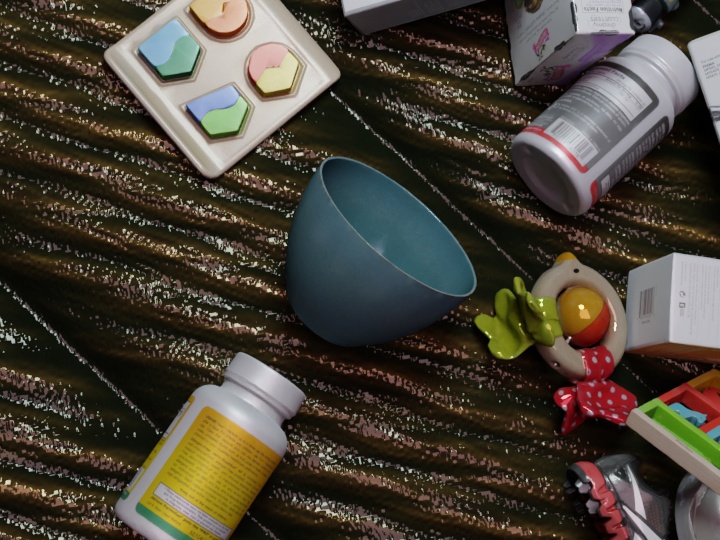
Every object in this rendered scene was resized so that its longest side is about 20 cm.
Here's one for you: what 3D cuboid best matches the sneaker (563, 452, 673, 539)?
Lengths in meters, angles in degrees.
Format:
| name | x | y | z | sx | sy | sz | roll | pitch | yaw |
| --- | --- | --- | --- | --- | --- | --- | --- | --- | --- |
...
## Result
| name | x | y | z | sx | sy | sz | roll | pitch | yaw |
| --- | --- | --- | --- | --- | --- | --- | --- | --- | --- |
| sneaker | 0.301 | 0.284 | 1.191 | 0.098 | 0.071 | 0.201 | -24 | 85 | -12 |

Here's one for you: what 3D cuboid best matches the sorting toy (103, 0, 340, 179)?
| name | x | y | z | sx | sy | sz | roll | pitch | yaw |
| --- | --- | --- | --- | --- | --- | --- | --- | --- | --- |
| sorting toy | -0.149 | -0.228 | 1.222 | 0.200 | 0.036 | 0.185 | -40 | 89 | -13 |

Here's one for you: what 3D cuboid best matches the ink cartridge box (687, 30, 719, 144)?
| name | x | y | z | sx | sy | sz | roll | pitch | yaw |
| --- | --- | --- | --- | --- | --- | --- | --- | --- | --- |
| ink cartridge box | 0.446 | -0.167 | 1.247 | 0.084 | 0.144 | 0.200 | -20 | 82 | 26 |

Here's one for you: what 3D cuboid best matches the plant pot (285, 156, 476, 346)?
| name | x | y | z | sx | sy | sz | roll | pitch | yaw |
| --- | --- | --- | --- | --- | --- | --- | --- | --- | --- |
| plant pot | 0.000 | 0.000 | 1.146 | 0.200 | 0.200 | 0.135 | 41 | 112 | -1 |

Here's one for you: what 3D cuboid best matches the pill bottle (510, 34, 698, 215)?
| name | x | y | z | sx | sy | sz | roll | pitch | yaw |
| --- | --- | --- | --- | --- | --- | --- | --- | --- | --- |
| pill bottle | 0.274 | -0.164 | 1.242 | 0.200 | 0.114 | 0.114 | -42 | 89 | -14 |

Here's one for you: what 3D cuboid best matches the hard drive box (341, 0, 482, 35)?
| name | x | y | z | sx | sy | sz | roll | pitch | yaw |
| --- | --- | --- | --- | --- | --- | --- | --- | --- | --- |
| hard drive box | 0.071 | -0.366 | 1.221 | 0.200 | 0.077 | 0.156 | -12 | 82 | 16 |

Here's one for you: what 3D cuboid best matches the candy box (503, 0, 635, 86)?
| name | x | y | z | sx | sy | sz | roll | pitch | yaw |
| --- | --- | --- | --- | --- | --- | --- | --- | --- | --- |
| candy box | 0.221 | -0.324 | 1.231 | 0.071 | 0.168 | 0.200 | -3 | 82 | -16 |

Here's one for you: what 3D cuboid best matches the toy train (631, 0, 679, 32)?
| name | x | y | z | sx | sy | sz | roll | pitch | yaw |
| --- | --- | --- | --- | --- | --- | --- | --- | --- | --- |
| toy train | 0.357 | -0.373 | 1.311 | 0.114 | 0.085 | 0.200 | 43 | 77 | -10 |

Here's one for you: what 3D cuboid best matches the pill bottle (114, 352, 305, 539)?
| name | x | y | z | sx | sy | sz | roll | pitch | yaw |
| --- | --- | --- | --- | --- | --- | --- | --- | --- | --- |
| pill bottle | -0.144 | 0.186 | 1.114 | 0.113 | 0.113 | 0.200 | 34 | 77 | -2 |

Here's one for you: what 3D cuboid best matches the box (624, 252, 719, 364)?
| name | x | y | z | sx | sy | sz | roll | pitch | yaw |
| --- | --- | --- | --- | --- | --- | --- | --- | --- | --- |
| box | 0.408 | 0.050 | 1.222 | 0.200 | 0.124 | 0.098 | 8 | 80 | -7 |

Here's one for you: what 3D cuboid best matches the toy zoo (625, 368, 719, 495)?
| name | x | y | z | sx | sy | sz | roll | pitch | yaw |
| --- | --- | --- | --- | --- | --- | --- | --- | --- | --- |
| toy zoo | 0.391 | 0.166 | 1.185 | 0.200 | 0.020 | 0.131 | -16 | 43 | -42 |

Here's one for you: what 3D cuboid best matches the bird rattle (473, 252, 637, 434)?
| name | x | y | z | sx | sy | sz | roll | pitch | yaw |
| --- | --- | --- | --- | --- | --- | --- | --- | --- | --- |
| bird rattle | 0.236 | 0.070 | 1.207 | 0.200 | 0.113 | 0.163 | 39 | 60 | -4 |

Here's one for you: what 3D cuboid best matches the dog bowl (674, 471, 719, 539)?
| name | x | y | z | sx | sy | sz | roll | pitch | yaw |
| --- | --- | --- | --- | --- | --- | --- | --- | --- | --- |
| dog bowl | 0.418 | 0.278 | 1.181 | 0.200 | 0.059 | 0.200 | 16 | 55 | -24 |
